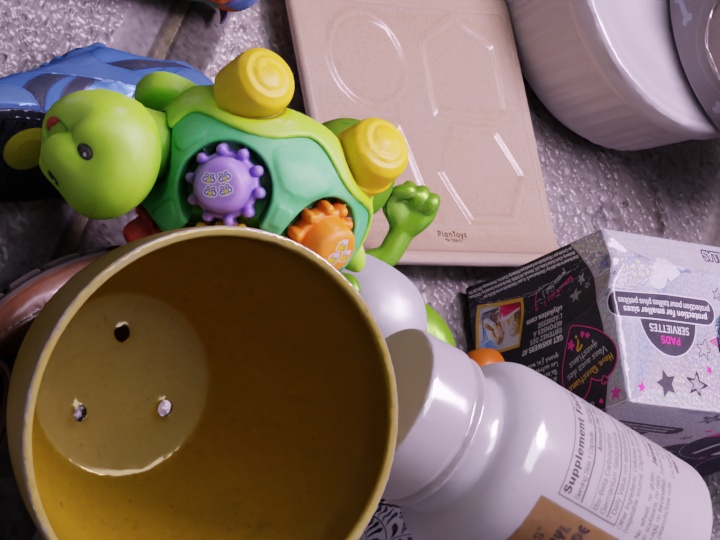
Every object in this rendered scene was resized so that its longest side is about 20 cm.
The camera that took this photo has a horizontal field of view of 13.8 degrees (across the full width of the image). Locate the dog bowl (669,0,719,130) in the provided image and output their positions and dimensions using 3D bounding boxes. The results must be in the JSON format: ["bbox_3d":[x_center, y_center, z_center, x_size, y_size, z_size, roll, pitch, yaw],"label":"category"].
[{"bbox_3d":[0.280,-0.155,1.935,0.200,0.059,0.200,18,63,-38],"label":"dog bowl"}]

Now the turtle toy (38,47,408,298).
[{"bbox_3d":[-0.080,-0.043,1.582,0.200,0.146,0.101,30,52,-21],"label":"turtle toy"}]

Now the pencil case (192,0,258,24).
[{"bbox_3d":[-0.136,-0.207,1.713,0.200,0.088,0.089,15,63,-38],"label":"pencil case"}]

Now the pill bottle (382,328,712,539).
[{"bbox_3d":[0.085,0.115,1.617,0.200,0.114,0.115,31,55,-28],"label":"pill bottle"}]

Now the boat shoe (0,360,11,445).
[{"bbox_3d":[-0.238,0.114,1.495,0.076,0.072,0.200,42,50,-20],"label":"boat shoe"}]

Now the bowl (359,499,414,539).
[{"bbox_3d":[0.018,0.205,1.665,0.201,0.094,0.201,18,61,-35],"label":"bowl"}]

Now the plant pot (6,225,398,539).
[{"bbox_3d":[-0.101,0.069,1.517,0.200,0.142,0.200,-4,99,-25],"label":"plant pot"}]

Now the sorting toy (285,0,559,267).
[{"bbox_3d":[0.034,-0.091,1.847,0.185,0.036,0.200,1,67,-41],"label":"sorting toy"}]

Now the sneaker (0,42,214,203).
[{"bbox_3d":[-0.168,-0.088,1.657,0.200,0.066,0.078,-5,46,-34],"label":"sneaker"}]

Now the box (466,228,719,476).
[{"bbox_3d":[0.186,0.055,1.845,0.200,0.132,0.115,7,68,-40],"label":"box"}]

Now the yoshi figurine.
[{"bbox_3d":[0.007,-0.005,1.705,0.112,0.112,0.200,-34,88,-4],"label":"yoshi figurine"}]

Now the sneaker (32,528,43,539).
[{"bbox_3d":[-0.130,0.154,1.575,0.200,0.067,0.090,-46,108,-39],"label":"sneaker"}]

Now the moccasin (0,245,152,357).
[{"bbox_3d":[-0.128,0.033,1.630,0.201,0.074,0.078,1,62,-51],"label":"moccasin"}]

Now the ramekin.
[{"bbox_3d":[0.181,-0.171,1.956,0.202,0.094,0.203,18,62,-38],"label":"ramekin"}]
